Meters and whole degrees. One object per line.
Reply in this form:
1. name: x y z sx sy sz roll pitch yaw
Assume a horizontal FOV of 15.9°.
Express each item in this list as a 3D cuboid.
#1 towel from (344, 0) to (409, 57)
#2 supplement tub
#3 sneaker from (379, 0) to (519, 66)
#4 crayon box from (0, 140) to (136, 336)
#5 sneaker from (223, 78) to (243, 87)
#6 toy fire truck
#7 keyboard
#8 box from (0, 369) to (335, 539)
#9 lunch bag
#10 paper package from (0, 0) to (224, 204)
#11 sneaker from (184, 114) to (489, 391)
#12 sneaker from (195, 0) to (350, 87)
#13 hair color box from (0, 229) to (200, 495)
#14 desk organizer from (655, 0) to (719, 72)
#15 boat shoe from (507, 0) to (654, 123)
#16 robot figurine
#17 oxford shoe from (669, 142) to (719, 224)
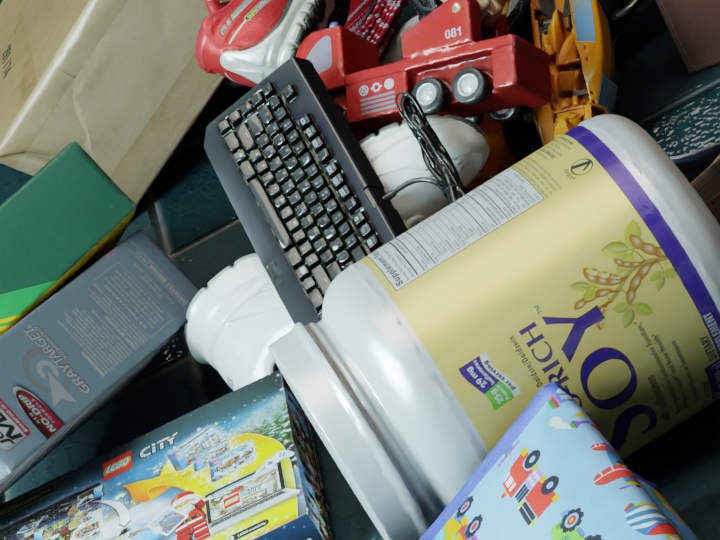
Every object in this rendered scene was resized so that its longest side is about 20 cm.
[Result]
1. towel: -0.003 -0.142 1.596 0.145 0.022 0.200 -51 9 43
2. supplement tub: 0.073 0.034 1.201 0.200 0.145 0.145 -32 29 -4
3. sneaker: 0.054 -0.140 1.582 0.200 0.075 0.088 -53 16 -30
4. crayon box: -0.223 0.030 1.462 0.173 0.058 0.200 -43 -1 -24
5. sneaker: -0.076 -0.197 1.754 0.077 0.082 0.200 -22 30 13
6. toy fire truck: 0.050 -0.149 1.415 0.200 0.049 0.141 -11 73 29
7. keyboard: 0.001 -0.033 1.351 0.127 0.021 0.200 -35 62 11
8. box: -0.113 0.140 1.311 0.200 0.038 0.137 -26 29 7
9. lunch bag: 0.058 0.170 1.087 0.200 0.094 0.151 -42 30 4
10. paper package: -0.161 -0.159 1.684 0.191 0.103 0.200 -55 25 16
11. sneaker: 0.000 0.000 1.391 0.200 0.075 0.087 -45 54 7
12. sneaker: -0.052 -0.176 1.558 0.085 0.077 0.200 9 33 8
13. hair color box: -0.175 0.064 1.375 0.099 0.061 0.200 -44 0 38
14. desk organizer: 0.261 -0.189 1.448 0.200 0.077 0.072 -19 31 19
15. boat shoe: 0.135 -0.166 1.523 0.074 0.060 0.200 36 66 29
16. robot figurine: 0.087 -0.141 1.455 0.145 0.058 0.200 -13 72 27
17. oxford shoe: 0.116 -0.025 1.327 0.200 0.073 0.071 -14 33 27
